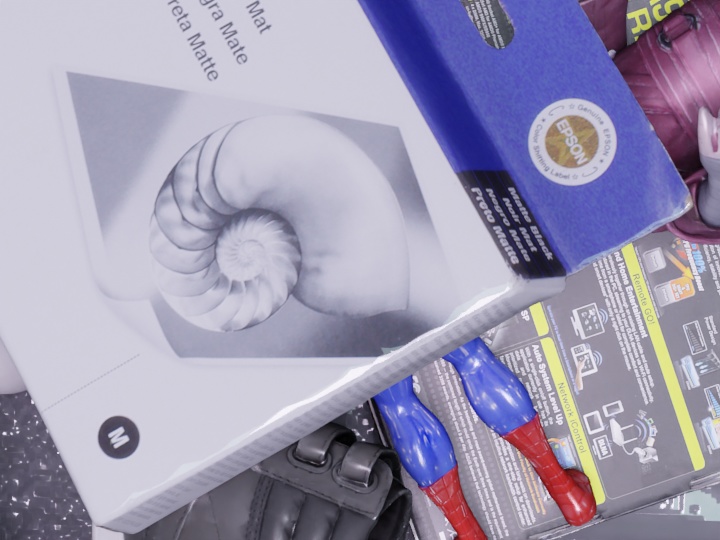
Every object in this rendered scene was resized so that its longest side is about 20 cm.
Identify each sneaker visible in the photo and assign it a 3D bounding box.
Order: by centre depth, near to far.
[{"bbox_3d":[-0.035,0.043,0.818,0.099,0.071,0.201,-9,79,12],"label":"sneaker"}]

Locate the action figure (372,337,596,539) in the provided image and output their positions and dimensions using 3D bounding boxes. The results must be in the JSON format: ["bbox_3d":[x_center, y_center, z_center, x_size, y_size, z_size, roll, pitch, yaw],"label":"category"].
[{"bbox_3d":[0.000,0.000,0.865,0.065,0.099,0.200,-32,114,-3],"label":"action figure"}]

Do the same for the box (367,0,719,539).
[{"bbox_3d":[0.066,-0.012,0.913,0.160,0.044,0.200,-19,92,-2],"label":"box"}]

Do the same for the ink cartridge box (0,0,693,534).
[{"bbox_3d":[-0.034,-0.055,0.775,0.200,0.041,0.200,-31,78,3],"label":"ink cartridge box"}]

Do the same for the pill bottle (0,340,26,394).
[{"bbox_3d":[-0.140,-0.025,0.873,0.111,0.111,0.200,19,90,-2],"label":"pill bottle"}]

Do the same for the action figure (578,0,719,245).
[{"bbox_3d":[0.119,-0.069,0.859,0.200,0.149,0.134,-29,61,14],"label":"action figure"}]
